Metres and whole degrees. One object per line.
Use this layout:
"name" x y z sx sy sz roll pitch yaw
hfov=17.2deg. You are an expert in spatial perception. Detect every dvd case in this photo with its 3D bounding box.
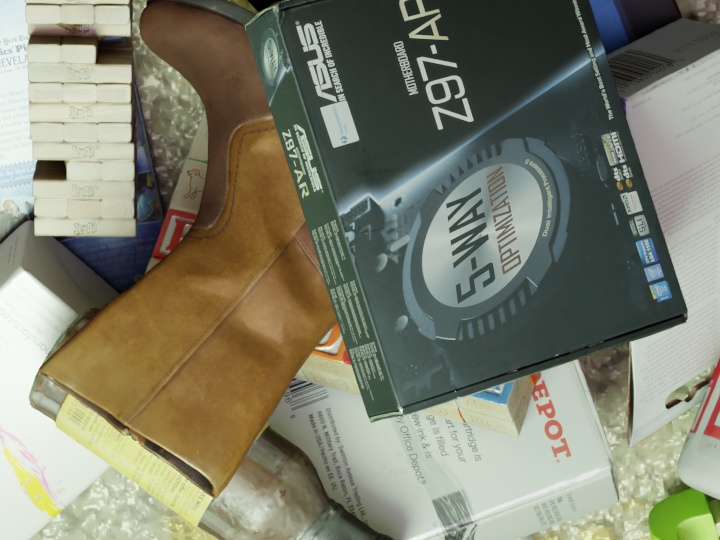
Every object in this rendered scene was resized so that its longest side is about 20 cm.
"dvd case" -0.183 -0.062 1.260 0.143 0.018 0.200 -10 110 1

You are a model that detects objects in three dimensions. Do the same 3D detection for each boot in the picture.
"boot" -0.083 -0.018 1.153 0.188 0.068 0.200 41 76 1

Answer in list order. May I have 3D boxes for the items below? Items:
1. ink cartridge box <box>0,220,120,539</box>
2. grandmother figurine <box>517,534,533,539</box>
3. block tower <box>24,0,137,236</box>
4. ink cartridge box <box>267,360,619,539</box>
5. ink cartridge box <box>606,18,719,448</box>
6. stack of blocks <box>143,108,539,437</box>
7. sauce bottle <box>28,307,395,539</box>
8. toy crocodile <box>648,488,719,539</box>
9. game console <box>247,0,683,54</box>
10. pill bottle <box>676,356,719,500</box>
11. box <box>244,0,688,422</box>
"ink cartridge box" -0.204 0.084 1.270 0.200 0.067 0.117 -42 112 16
"grandmother figurine" 0.006 0.189 1.338 0.200 0.061 0.121 -24 117 8
"block tower" -0.142 -0.120 1.204 0.058 0.054 0.200 0 109 -5
"ink cartridge box" 0.021 0.082 1.253 0.200 0.084 0.144 -20 71 4
"ink cartridge box" 0.155 -0.020 1.245 0.109 0.050 0.200 -27 125 -39
"stack of blocks" 0.000 0.000 1.207 0.200 0.059 0.115 15 73 15
"sauce bottle" -0.070 0.098 1.179 0.200 0.065 0.065 36 104 5
"toy crocodile" 0.259 0.135 1.331 0.200 0.062 0.068 -4 109 -3
"game console" 0.054 -0.136 1.201 0.200 0.172 0.119 -26 82 5
"pill bottle" 0.253 0.039 1.255 0.112 0.112 0.200 23 87 -11
"box" 0.051 -0.046 1.125 0.160 0.044 0.200 -16 88 -22
